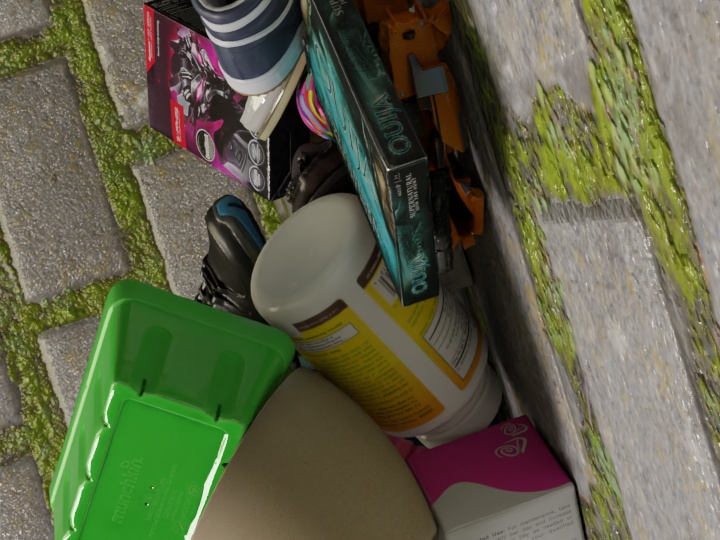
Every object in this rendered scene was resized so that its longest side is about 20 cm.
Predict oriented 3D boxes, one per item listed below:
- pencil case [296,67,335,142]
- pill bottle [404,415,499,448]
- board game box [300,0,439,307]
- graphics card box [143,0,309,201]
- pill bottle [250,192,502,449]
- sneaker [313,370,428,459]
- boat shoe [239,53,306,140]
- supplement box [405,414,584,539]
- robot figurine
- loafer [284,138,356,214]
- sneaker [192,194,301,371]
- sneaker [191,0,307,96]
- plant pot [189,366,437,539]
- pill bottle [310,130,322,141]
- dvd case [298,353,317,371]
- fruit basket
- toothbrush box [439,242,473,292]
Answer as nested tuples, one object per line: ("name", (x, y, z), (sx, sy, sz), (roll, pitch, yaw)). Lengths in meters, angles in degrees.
("pencil case", (-0.004, -0.141, 1.261), (0.200, 0.087, 0.090), (-150, 42, -81))
("pill bottle", (0.069, 0.164, 1.327), (0.111, 0.109, 0.202), (-124, 18, -69))
("board game box", (0.002, -0.095, 1.025), (0.136, 0.028, 0.201), (81, 169, -53))
("graphics card box", (-0.121, -0.157, 1.432), (0.199, 0.050, 0.127), (32, 131, 40))
("pill bottle", (0.019, 0.045, 1.157), (0.200, 0.109, 0.110), (46, -171, -33))
("sneaker", (0.004, 0.165, 1.263), (0.200, 0.079, 0.096), (43, 153, 6))
("boat shoe", (-0.064, -0.199, 1.267), (0.075, 0.068, 0.202), (-79, 11, -59))
("supplement box", (0.109, 0.225, 1.172), (0.101, 0.102, 0.202), (-121, 14, -60))
("robot figurine", (0.040, -0.098, 1.084), (0.145, 0.057, 0.202), (-116, 11, -55))
("loafer", (-0.037, -0.074, 1.295), (0.063, 0.072, 0.200), (45, -177, 4))
("sneaker", (-0.097, 0.029, 1.215), (0.201, 0.081, 0.074), (80, 171, -46))
("sneaker", (-0.055, -0.230, 1.090), (0.109, 0.069, 0.202), (57, -130, -61))
("plant pot", (-0.026, 0.186, 1.091), (0.133, 0.202, 0.201), (27, 162, 10))
("pill bottle", (-0.059, -0.184, 1.476), (0.114, 0.113, 0.203), (-152, 44, -81))
("dvd case", (-0.036, 0.072, 1.397), (0.199, 0.145, 0.022), (-30, -74, -51))
("fruit basket", (-0.124, 0.105, 1.132), (0.216, 0.154, 0.218), (-161, 90, -84))
("toothbrush box", (0.000, 0.000, 1.320), (0.200, 0.145, 0.086), (146, 104, -83))
